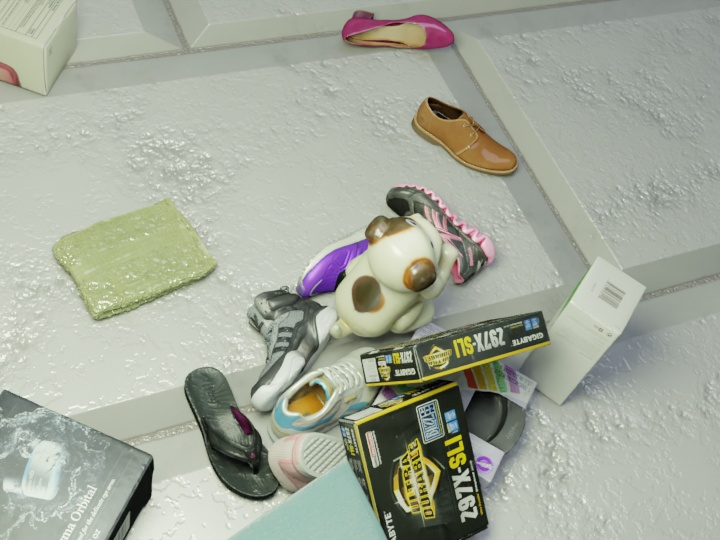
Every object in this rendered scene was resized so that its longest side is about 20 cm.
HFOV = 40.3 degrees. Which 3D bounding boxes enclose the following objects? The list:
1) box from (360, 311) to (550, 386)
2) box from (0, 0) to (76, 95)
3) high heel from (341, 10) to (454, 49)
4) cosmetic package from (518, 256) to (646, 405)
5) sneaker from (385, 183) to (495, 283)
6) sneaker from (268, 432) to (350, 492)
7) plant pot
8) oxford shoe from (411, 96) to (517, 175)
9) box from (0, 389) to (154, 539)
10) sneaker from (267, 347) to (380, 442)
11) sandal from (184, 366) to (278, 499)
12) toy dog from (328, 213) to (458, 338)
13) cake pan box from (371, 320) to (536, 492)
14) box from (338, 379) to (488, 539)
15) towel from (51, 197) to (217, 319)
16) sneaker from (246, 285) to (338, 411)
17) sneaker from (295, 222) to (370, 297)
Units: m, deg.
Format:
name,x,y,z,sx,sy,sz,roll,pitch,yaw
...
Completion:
name,x,y,z,sx,sy,sz,roll,pitch,yaw
box,0.122,0.103,1.284,0.199,0.160,0.050,-13,85,-26
box,-0.562,-0.381,1.538,0.199,0.109,0.128,19,52,-2
high heel,0.067,-0.417,1.767,0.198,0.068,0.096,9,42,9
cosmetic package,0.312,0.090,1.395,0.085,0.200,0.108,34,51,8
sneaker,0.110,-0.055,1.528,0.200,0.079,0.095,37,66,13
sneaker,-0.031,0.257,1.264,0.200,0.104,0.076,27,62,-34
plant pot,-0.062,0.368,1.106,0.196,0.196,0.201,-29,77,-31
oxford shoe,0.183,-0.228,1.666,0.199,0.071,0.071,29,51,3
box,-0.370,0.277,1.123,0.199,0.118,0.197,23,53,2
sneaker,-0.035,0.162,1.321,0.076,0.081,0.200,43,54,18
sandal,-0.172,0.207,1.270,0.075,0.048,0.201,-22,64,-28
toy dog,0.039,-0.003,1.316,0.193,0.200,0.140,-24,72,-27
cake pan box,0.130,0.188,1.369,0.199,0.052,0.185,31,55,7
box,0.070,0.257,1.234,0.159,0.049,0.201,-17,98,-31
towel,-0.319,-0.018,1.396,0.199,0.037,0.149,-25,66,-30
sneaker,-0.120,0.101,1.347,0.113,0.076,0.200,31,47,8
sneaker,0.000,0.000,1.453,0.200,0.070,0.100,-31,71,-31
